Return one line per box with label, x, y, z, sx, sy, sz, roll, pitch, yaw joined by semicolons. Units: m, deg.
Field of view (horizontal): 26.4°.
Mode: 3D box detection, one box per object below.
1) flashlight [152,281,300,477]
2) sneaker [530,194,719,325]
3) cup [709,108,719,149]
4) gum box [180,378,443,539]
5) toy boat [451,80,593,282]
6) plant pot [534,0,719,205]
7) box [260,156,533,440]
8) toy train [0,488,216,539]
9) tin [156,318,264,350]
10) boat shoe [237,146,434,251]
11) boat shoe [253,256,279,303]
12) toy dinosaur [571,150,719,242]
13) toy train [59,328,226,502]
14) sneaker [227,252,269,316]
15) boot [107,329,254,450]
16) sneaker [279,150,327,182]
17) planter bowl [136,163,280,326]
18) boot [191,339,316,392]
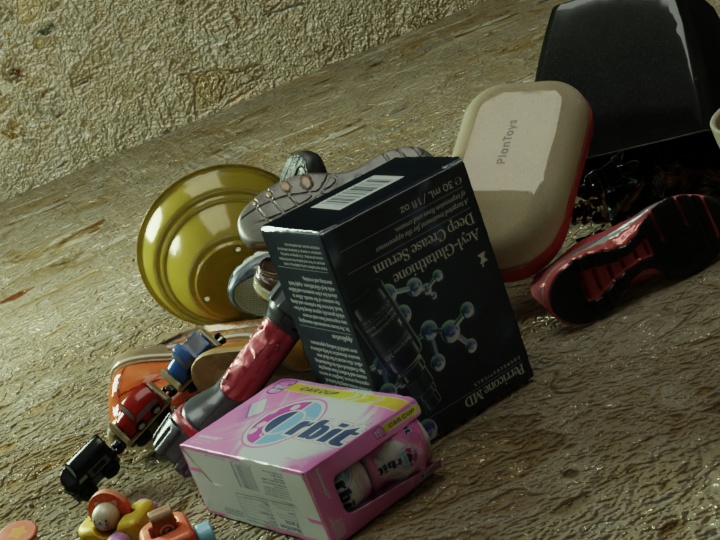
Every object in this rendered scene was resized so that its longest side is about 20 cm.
flashlight;-0.097;0.086;1.315;0.201;0.068;0.068;-53;39;5
sneaker;0.240;-0.020;1.402;0.199;0.074;0.087;-25;14;-13
cup;0.405;-0.084;1.270;0.198;0.145;0.200;-18;15;5
gum box;-0.039;0.146;1.203;0.113;0.067;0.199;-31;19;-31
toy boat;0.155;-0.073;1.451;0.129;0.131;0.201;1;56;29
plant pot;0.287;-0.186;1.563;0.198;0.179;0.199;-12;-13;30
box;0.031;0.027;1.267;0.148;0.202;0.107;-29;18;-27
toy train;-0.215;0.219;1.209;0.198;0.056;0.150;-22;15;-5
tin;-0.150;0.092;1.596;0.199;0.042;0.112;-7;16;40
boat shoe;-0.016;-0.051;1.443;0.198;0.072;0.076;-14;54;4
boat shoe;0.001;-0.003;1.405;0.200;0.076;0.075;5;29;6
toy dinosaur;0.272;-0.060;1.519;0.199;0.103;0.135;-33;-8;28
toy train;-0.198;0.127;1.397;0.200;0.046;0.034;-47;53;-12
sneaker;-0.037;0.022;1.546;0.198;0.078;0.087;-1;25;2
boot;-0.148;0.121;1.463;0.198;0.076;0.108;-11;37;11
sneaker;-0.021;-0.047;1.625;0.115;0.202;0.075;-18;36;-25
planter bowl;-0.139;-0.006;1.662;0.199;0.202;0.084;-21;31;-3
boot;-0.047;0.069;1.425;0.199;0.071;0.144;0;29;7
